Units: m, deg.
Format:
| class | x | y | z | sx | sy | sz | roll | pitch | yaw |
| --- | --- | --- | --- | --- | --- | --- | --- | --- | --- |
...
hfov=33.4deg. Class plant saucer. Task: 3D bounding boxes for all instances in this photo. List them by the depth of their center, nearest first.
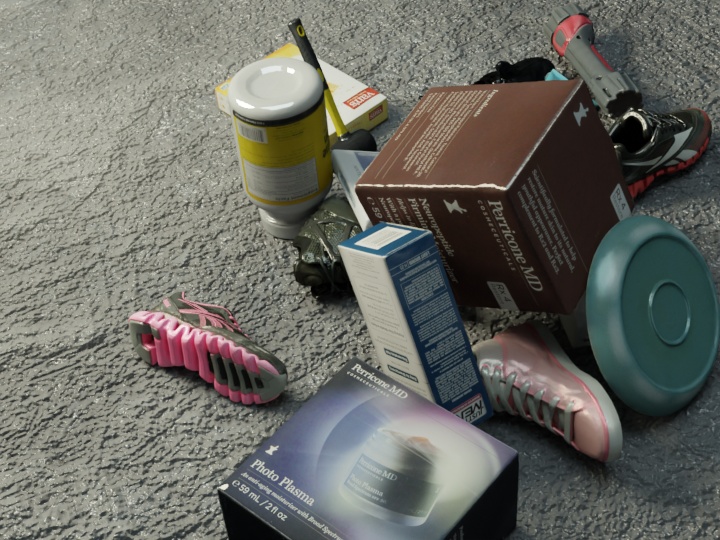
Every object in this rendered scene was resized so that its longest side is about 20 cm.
| class | x | y | z | sx | sy | sz | roll | pitch | yaw |
| --- | --- | --- | --- | --- | --- | --- | --- | --- | --- |
| plant saucer | 0.301 | 0.043 | 1.196 | 0.027 | 0.201 | 0.200 | -12 | 27 | 52 |

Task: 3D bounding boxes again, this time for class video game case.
| class | x | y | z | sx | sy | sz | roll | pitch | yaw |
| --- | --- | --- | --- | --- | --- | --- | --- | --- | --- |
| video game case | 0.078 | -0.091 | 1.410 | 0.197 | 0.023 | 0.183 | 2 | 30 | -17 |

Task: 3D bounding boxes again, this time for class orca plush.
| class | x | y | z | sx | sy | sz | roll | pitch | yaw |
| --- | --- | --- | --- | --- | --- | --- | --- | --- | --- |
| orca plush | 0.174 | -0.253 | 1.594 | 0.197 | 0.072 | 0.106 | -12 | 44 | -6 |

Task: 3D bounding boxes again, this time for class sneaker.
| class | x | y | z | sx | sy | sz | roll | pitch | yaw |
| --- | --- | --- | --- | --- | --- | --- | --- | --- | --- |
| sneaker | 0.174 | 0.129 | 1.194 | 0.103 | 0.076 | 0.201 | -15 | 37 | -15 |
| sneaker | -0.153 | 0.074 | 1.299 | 0.198 | 0.080 | 0.095 | 22 | 38 | 24 |
| sneaker | 0.000 | 0.000 | 1.352 | 0.198 | 0.077 | 0.114 | 30 | 61 | 30 |
| sneaker | 0.358 | -0.160 | 1.459 | 0.199 | 0.099 | 0.071 | -29 | 46 | -24 |

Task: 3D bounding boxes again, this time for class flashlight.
| class | x | y | z | sx | sy | sz | roll | pitch | yaw |
| --- | --- | --- | --- | --- | --- | --- | --- | --- | --- |
| flashlight | 0.317 | -0.281 | 1.618 | 0.067 | 0.068 | 0.201 | -33 | 49 | 7 |

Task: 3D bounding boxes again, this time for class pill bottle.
| class | x | y | z | sx | sy | sz | roll | pitch | yaw |
| --- | --- | --- | --- | --- | --- | --- | --- | --- | --- |
| pill bottle | -0.090 | -0.139 | 1.411 | 0.110 | 0.202 | 0.113 | -3 | 43 | 3 |

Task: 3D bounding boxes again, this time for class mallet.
| class | x | y | z | sx | sy | sz | roll | pitch | yaw |
| --- | --- | --- | --- | --- | --- | --- | --- | --- | --- |
| mallet | -0.036 | -0.224 | 1.514 | 0.065 | 0.202 | 0.041 | -26 | 14 | -33 |

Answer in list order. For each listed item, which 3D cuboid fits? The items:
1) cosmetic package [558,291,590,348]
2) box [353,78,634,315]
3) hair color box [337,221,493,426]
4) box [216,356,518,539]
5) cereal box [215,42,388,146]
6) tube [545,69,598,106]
| class | x | y | z | sx | sy | sz | roll | pitch | yaw |
| --- | --- | --- | --- | --- | --- | --- | --- | --- | --- |
| cosmetic package | 0.243 | -0.027 | 1.324 | 0.080 | 0.114 | 0.201 | -11 | 45 | -5 |
| box | 0.136 | -0.075 | 1.206 | 0.199 | 0.167 | 0.165 | 5 | 47 | 44 |
| hair color box | 0.054 | 0.058 | 1.177 | 0.060 | 0.202 | 0.100 | -27 | 19 | -21 |
| box | 0.010 | 0.214 | 1.092 | 0.199 | 0.124 | 0.198 | 27 | 51 | 29 |
| cereal box | -0.080 | -0.227 | 1.618 | 0.143 | 0.040 | 0.199 | -37 | 52 | -28 |
| tube | 0.230 | -0.187 | 1.541 | 0.077 | 0.050 | 0.200 | 42 | 53 | 4 |
